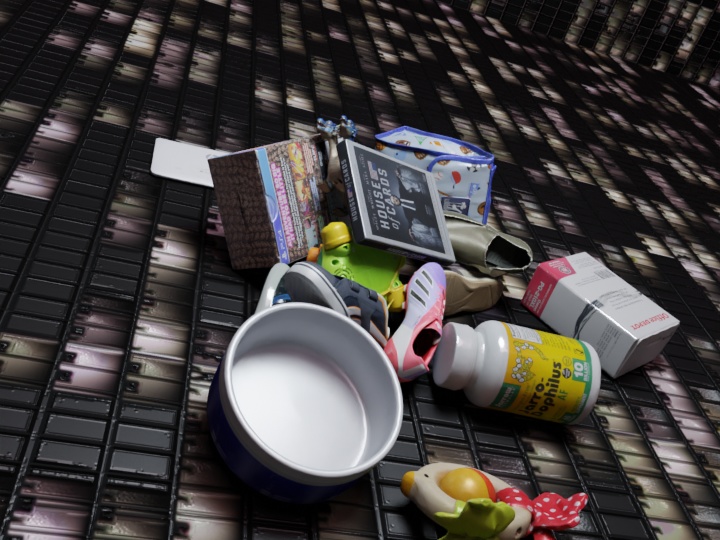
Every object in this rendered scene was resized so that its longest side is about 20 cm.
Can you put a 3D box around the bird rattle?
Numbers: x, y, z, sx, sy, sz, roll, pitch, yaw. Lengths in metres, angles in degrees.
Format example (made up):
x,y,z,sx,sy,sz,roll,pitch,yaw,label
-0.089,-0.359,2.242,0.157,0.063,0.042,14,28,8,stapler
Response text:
x,y,z,sx,sy,sz,roll,pitch,yaw,label
0.134,0.245,0.809,0.199,0.114,0.162,-5,23,-41,bird rattle

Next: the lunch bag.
x,y,z,sx,sy,sz,roll,pitch,yaw,label
0.118,-0.129,1.263,0.198,0.172,0.124,20,31,27,lunch bag

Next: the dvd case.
x,y,z,sx,sy,sz,roll,pitch,yaw,label
0.052,-0.091,1.086,0.199,0.025,0.152,13,59,-47,dvd case

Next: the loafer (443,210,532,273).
x,y,z,sx,sy,sz,roll,pitch,yaw,label
0.179,-0.044,1.182,0.198,0.076,0.070,13,3,-8,loafer

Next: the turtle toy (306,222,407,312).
x,y,z,sx,sy,sz,roll,pitch,yaw,label
0.000,0.000,1.085,0.199,0.100,0.147,-21,92,-50,turtle toy

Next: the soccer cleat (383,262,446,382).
x,y,z,sx,sy,sz,roll,pitch,yaw,label
0.087,0.065,1.023,0.067,0.076,0.201,52,46,-26,soccer cleat

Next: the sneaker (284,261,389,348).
x,y,z,sx,sy,sz,roll,pitch,yaw,label
-0.023,0.041,0.930,0.078,0.201,0.080,17,60,35,sneaker

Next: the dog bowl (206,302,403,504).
x,y,z,sx,sy,sz,roll,pitch,yaw,label
-0.059,0.138,0.817,0.198,0.079,0.202,16,48,-19,dog bowl

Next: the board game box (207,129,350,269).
x,y,z,sx,sy,sz,roll,pitch,yaw,label
-0.103,-0.106,1.120,0.096,0.161,0.199,-3,14,37,board game box

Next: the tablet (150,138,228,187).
x,y,z,sx,sy,sz,roll,pitch,yaw,label
-0.250,-0.175,1.302,0.198,0.014,0.131,11,32,-17,tablet

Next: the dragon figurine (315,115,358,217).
x,y,z,sx,sy,sz,roll,pitch,yaw,label
-0.008,-0.131,1.120,0.058,0.201,0.100,-3,48,36,dragon figurine

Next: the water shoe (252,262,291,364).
x,y,z,sx,sy,sz,roll,pitch,yaw,label
-0.099,0.075,0.960,0.078,0.072,0.201,19,41,-8,water shoe

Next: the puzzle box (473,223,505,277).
x,y,z,sx,sy,sz,roll,pitch,yaw,label
0.193,-0.061,1.379,0.132,0.026,0.200,-16,47,-44,puzzle box

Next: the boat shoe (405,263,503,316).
x,y,z,sx,sy,sz,roll,pitch,yaw,label
0.136,0.024,1.175,0.199,0.073,0.065,1,26,-41,boat shoe

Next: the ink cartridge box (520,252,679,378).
x,y,z,sx,sy,sz,roll,pitch,yaw,label
0.383,0.067,1.238,0.144,0.085,0.200,-11,43,-42,ink cartridge box

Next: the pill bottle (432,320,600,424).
x,y,z,sx,sy,sz,roll,pitch,yaw,label
0.200,0.129,1.006,0.198,0.114,0.113,14,32,-13,pill bottle
